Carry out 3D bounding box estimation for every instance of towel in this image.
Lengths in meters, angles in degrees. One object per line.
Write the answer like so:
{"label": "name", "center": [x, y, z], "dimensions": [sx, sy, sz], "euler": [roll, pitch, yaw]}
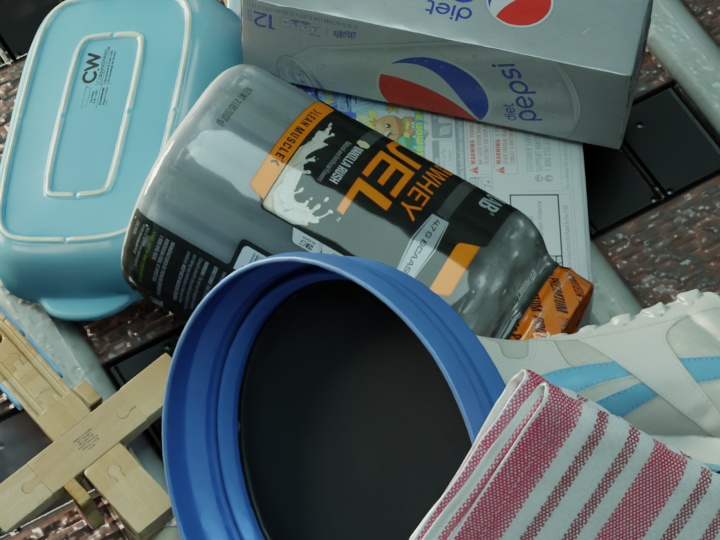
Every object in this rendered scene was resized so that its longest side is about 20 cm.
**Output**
{"label": "towel", "center": [0.106, 0.139, 1.178], "dimensions": [0.200, 0.146, 0.030], "euler": [29, 14, -23]}

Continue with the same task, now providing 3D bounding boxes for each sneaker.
{"label": "sneaker", "center": [0.124, 0.052, 1.230], "dimensions": [0.200, 0.077, 0.081], "euler": [10, 69, 25]}

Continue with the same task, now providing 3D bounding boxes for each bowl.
{"label": "bowl", "center": [-0.005, 0.089, 1.252], "dimensions": [0.039, 0.201, 0.201], "euler": [-15, 54, -44]}

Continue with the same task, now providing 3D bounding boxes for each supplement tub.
{"label": "supplement tub", "center": [0.000, 0.000, 1.343], "dimensions": [0.200, 0.123, 0.123], "euler": [29, 62, 7]}

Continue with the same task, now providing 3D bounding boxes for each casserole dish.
{"label": "casserole dish", "center": [-0.127, -0.070, 1.459], "dimensions": [0.121, 0.039, 0.200], "euler": [-2, 59, 21]}

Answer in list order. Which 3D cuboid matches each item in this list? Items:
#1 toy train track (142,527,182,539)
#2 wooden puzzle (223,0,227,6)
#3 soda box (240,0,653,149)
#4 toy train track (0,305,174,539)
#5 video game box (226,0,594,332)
{"label": "toy train track", "center": [-0.003, 0.127, 1.352], "dimensions": [0.200, 0.033, 0.115], "euler": [-2, 58, -2]}
{"label": "wooden puzzle", "center": [0.003, -0.245, 1.538], "dimensions": [0.185, 0.046, 0.200], "euler": [-14, 79, 19]}
{"label": "soda box", "center": [0.043, -0.123, 1.447], "dimensions": [0.200, 0.063, 0.068], "euler": [12, 56, 7]}
{"label": "toy train track", "center": [-0.154, 0.063, 1.406], "dimensions": [0.115, 0.033, 0.200], "euler": [-38, 59, -12]}
{"label": "video game box", "center": [0.022, -0.058, 1.471], "dimensions": [0.182, 0.047, 0.200], "euler": [0, 58, -2]}
